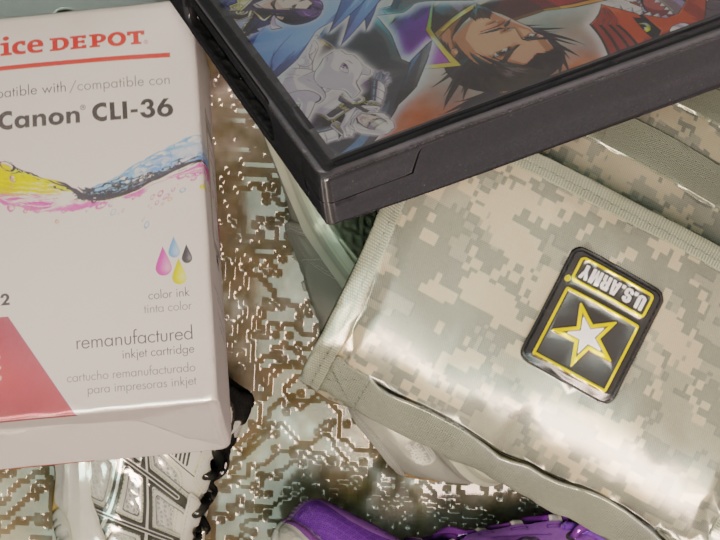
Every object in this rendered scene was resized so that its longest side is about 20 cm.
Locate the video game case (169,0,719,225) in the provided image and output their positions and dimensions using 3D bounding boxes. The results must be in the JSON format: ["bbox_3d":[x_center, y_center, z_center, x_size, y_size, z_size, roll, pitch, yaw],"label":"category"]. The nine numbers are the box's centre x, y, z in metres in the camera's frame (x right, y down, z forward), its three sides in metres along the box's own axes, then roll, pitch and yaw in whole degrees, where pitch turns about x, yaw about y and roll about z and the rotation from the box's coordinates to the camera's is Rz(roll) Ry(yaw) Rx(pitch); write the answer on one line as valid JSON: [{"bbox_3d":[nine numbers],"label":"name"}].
[{"bbox_3d":[0.043,-0.105,0.907,0.199,0.181,0.026,-20,131,-14],"label":"video game case"}]

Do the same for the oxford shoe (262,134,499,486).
[{"bbox_3d":[0.000,0.000,0.996,0.058,0.075,0.201,-24,95,40],"label":"oxford shoe"}]

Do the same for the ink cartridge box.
[{"bbox_3d":[-0.114,-0.032,0.952,0.116,0.068,0.201,-6,70,0],"label":"ink cartridge box"}]

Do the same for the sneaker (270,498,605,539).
[{"bbox_3d":[0.061,0.127,1.015,0.199,0.081,0.084,19,80,-9],"label":"sneaker"}]

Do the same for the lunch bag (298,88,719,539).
[{"bbox_3d":[0.083,0.003,0.918,0.163,0.201,0.118,27,136,-2],"label":"lunch bag"}]

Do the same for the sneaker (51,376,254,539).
[{"bbox_3d":[-0.080,0.081,0.998,0.087,0.076,0.201,-15,97,3],"label":"sneaker"}]
